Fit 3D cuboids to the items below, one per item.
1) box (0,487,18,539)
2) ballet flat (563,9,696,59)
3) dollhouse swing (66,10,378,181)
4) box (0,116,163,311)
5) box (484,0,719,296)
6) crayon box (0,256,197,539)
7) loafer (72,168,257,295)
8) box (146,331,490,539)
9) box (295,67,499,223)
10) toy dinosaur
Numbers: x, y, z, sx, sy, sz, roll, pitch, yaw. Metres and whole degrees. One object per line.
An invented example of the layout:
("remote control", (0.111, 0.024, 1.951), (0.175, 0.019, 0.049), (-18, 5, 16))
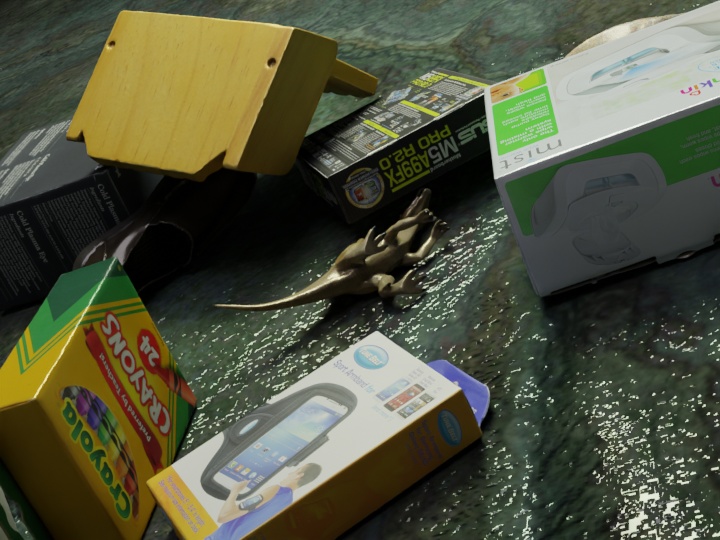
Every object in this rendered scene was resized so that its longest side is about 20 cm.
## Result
("box", (-0.332, 0.163, 0.774), (0.197, 0.173, 0.200), (-20, 4, 12))
("ballet flat", (0.244, -0.165, 1.061), (0.198, 0.068, 0.068), (-20, 32, 16))
("dollhouse swing", (-0.110, -0.135, 1.203), (0.198, 0.176, 0.183), (12, 73, 33))
("box", (-0.264, -0.073, 1.316), (0.180, 0.105, 0.201), (-16, 27, 21))
("box", (0.192, -0.086, 0.918), (0.198, 0.097, 0.177), (-19, 23, 13))
("crayon box", (-0.174, 0.097, 0.868), (0.050, 0.128, 0.201), (-16, 27, 18))
("loafer", (-0.157, -0.034, 1.191), (0.200, 0.073, 0.071), (-45, 36, -21))
("box", (-0.021, 0.106, 0.809), (0.199, 0.042, 0.119), (-35, 26, -13))
("box", (0.031, -0.110, 1.147), (0.159, 0.045, 0.200), (-28, 16, -6))
("toy dinosaur", (0.000, 0.000, 1.001), (0.199, 0.059, 0.101), (-31, 9, -30))
